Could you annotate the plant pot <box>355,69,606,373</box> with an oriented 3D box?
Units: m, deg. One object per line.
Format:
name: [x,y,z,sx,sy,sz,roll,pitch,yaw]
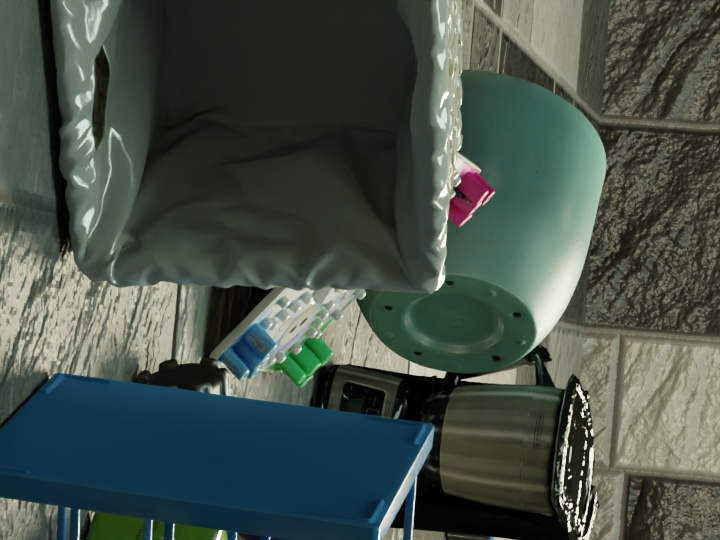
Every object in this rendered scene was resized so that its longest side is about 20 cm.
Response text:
plant pot: [0.077,-0.023,1.954,0.201,0.200,0.161,79,16,-52]

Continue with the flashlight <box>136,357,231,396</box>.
flashlight: [-0.096,0.151,1.533,0.068,0.068,0.201,-138,-135,-66]

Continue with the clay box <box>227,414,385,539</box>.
clay box: [-0.049,0.187,1.646,0.048,0.114,0.201,-5,99,-78]

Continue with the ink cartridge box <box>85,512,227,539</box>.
ink cartridge box: [-0.122,0.252,1.408,0.200,0.075,0.148,-76,165,-44]

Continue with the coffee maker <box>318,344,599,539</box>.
coffee maker: [0.073,0.153,2.023,0.135,0.199,0.193,-71,160,-44]

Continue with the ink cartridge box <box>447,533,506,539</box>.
ink cartridge box: [0.150,0.291,2.709,0.200,0.099,0.039,64,32,-66]

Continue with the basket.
basket: [-0.047,-0.111,1.362,0.161,0.199,0.199,-77,167,-61]

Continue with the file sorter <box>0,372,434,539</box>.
file sorter: [-0.077,0.140,1.284,0.139,0.199,0.123,-54,149,-69]

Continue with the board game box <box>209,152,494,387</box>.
board game box: [0.000,0.000,1.730,0.200,0.026,0.200,-46,169,5]

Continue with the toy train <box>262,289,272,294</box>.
toy train: [-0.038,-0.031,1.832,0.200,0.034,0.046,-65,169,-62]
